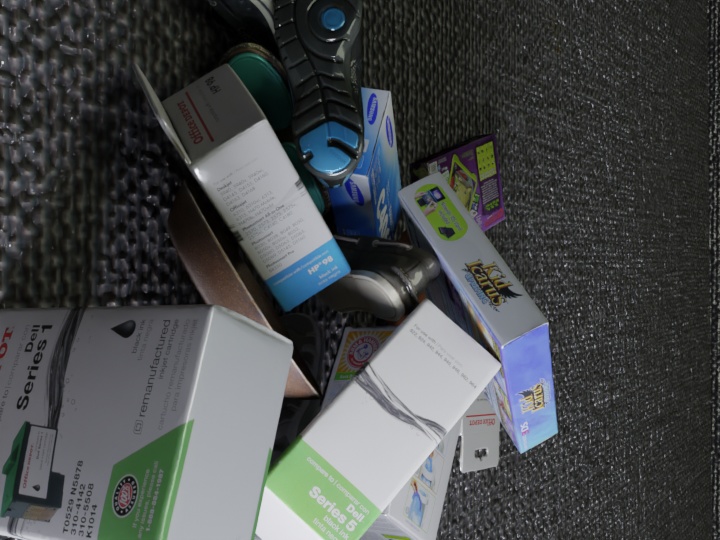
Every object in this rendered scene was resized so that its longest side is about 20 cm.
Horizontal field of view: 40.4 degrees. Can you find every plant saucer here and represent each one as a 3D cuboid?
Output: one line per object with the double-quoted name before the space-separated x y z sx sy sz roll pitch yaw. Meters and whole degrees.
"plant saucer" -0.095 0.022 0.763 0.034 0.200 0.200 -31 128 -4

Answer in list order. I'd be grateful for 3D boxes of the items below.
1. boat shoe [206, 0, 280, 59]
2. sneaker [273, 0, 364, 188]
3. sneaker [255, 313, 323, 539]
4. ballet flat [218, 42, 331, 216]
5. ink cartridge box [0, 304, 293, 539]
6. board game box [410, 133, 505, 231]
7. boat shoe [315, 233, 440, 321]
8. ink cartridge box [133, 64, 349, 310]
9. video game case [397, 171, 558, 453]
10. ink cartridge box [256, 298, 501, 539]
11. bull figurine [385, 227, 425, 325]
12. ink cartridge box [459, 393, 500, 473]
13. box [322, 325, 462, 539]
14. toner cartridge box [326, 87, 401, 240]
"boat shoe" -0.095 -0.235 0.844 0.200 0.062 0.075 38 52 -70
"sneaker" -0.033 -0.167 0.822 0.082 0.073 0.200 86 4 -80
"sneaker" -0.070 0.137 0.881 0.082 0.075 0.200 12 90 -67
"ballet flat" -0.075 -0.133 0.882 0.075 0.068 0.200 -91 163 -46
"ink cartridge box" -0.154 0.101 0.606 0.084 0.200 0.146 33 61 -50
"board game box" 0.127 -0.098 1.239 0.200 0.032 0.120 -28 109 -55
"boat shoe" 0.000 0.000 0.862 0.057 0.200 0.067 -36 114 -20
"ink cartridge box" -0.091 -0.079 0.768 0.200 0.067 0.116 61 -3 -39
"video game case" 0.106 0.040 0.861 0.181 0.045 0.200 60 -6 36
"ink cartridge box" 0.006 0.137 0.778 0.200 0.084 0.146 -45 171 -26
"bull figurine" 0.068 -0.015 1.034 0.122 0.065 0.200 -63 179 -37
"ink cartridge box" 0.118 0.137 1.180 0.116 0.067 0.200 11 80 -59
"box" 0.027 0.164 0.985 0.101 0.112 0.200 49 49 -44
"toner cartridge box" 0.006 -0.081 0.954 0.200 0.043 0.095 77 24 -64
